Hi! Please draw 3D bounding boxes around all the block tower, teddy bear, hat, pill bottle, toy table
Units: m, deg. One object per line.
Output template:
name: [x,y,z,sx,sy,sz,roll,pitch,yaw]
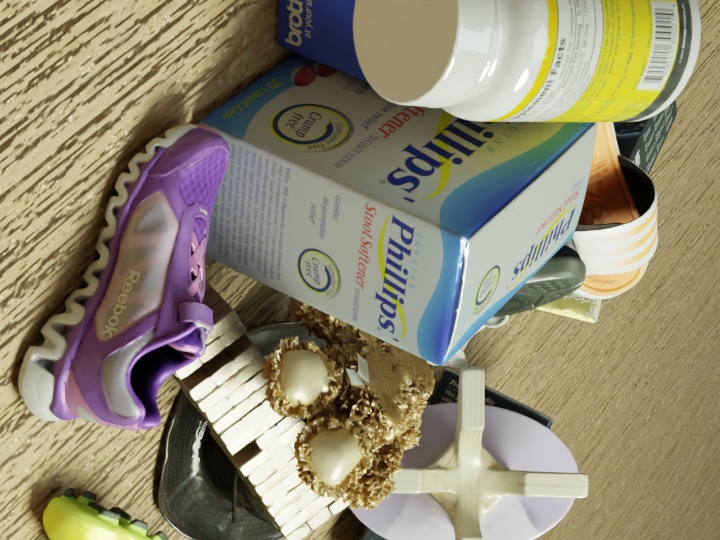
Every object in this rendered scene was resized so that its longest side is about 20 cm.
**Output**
block tower: [-0.073,0.094,1.229,0.054,0.058,0.200,-36,126,-8]
teddy bear: [-0.014,0.084,1.219,0.067,0.145,0.200,-30,-167,20]
hat: [-0.045,0.132,1.344,0.200,0.081,0.202,-22,125,-36]
pill bottle: [0.101,-0.147,1.141,0.199,0.114,0.115,-3,117,-39]
toy table: [0.085,0.174,1.547,0.117,0.199,0.185,98,-18,-85]

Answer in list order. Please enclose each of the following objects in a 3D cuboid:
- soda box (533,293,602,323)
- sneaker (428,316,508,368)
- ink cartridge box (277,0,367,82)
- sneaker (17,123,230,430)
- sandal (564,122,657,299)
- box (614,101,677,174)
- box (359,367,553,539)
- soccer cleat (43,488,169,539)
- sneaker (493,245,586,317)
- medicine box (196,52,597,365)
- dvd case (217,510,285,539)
soda box: [0.152,-0.002,1.596,0.200,0.064,0.068,-157,-101,-80]
sneaker: [0.096,-0.005,1.561,0.201,0.099,0.075,-61,154,-17]
ink cartridge box: [0.000,-0.216,1.158,0.044,0.094,0.201,-42,147,-42]
sneaker: [-0.119,0.011,1.124,0.201,0.088,0.080,-64,155,-8]
sandal: [0.164,-0.051,1.291,0.079,0.059,0.207,-33,130,-14]
box: [0.143,-0.090,1.457,0.200,0.159,0.044,-57,143,-46]
box: [0.082,0.206,1.683,0.201,0.107,0.148,-62,170,-8]
soccer cleat: [-0.163,0.205,1.243,0.084,0.064,0.200,-57,156,-14]
sneaker: [0.059,-0.022,1.318,0.076,0.198,0.115,28,59,-59]
medicine box: [0.022,-0.057,1.219,0.182,0.199,0.103,-41,147,-45]
dvd case: [-0.033,0.135,1.467,0.200,0.018,0.143,-51,158,-12]
